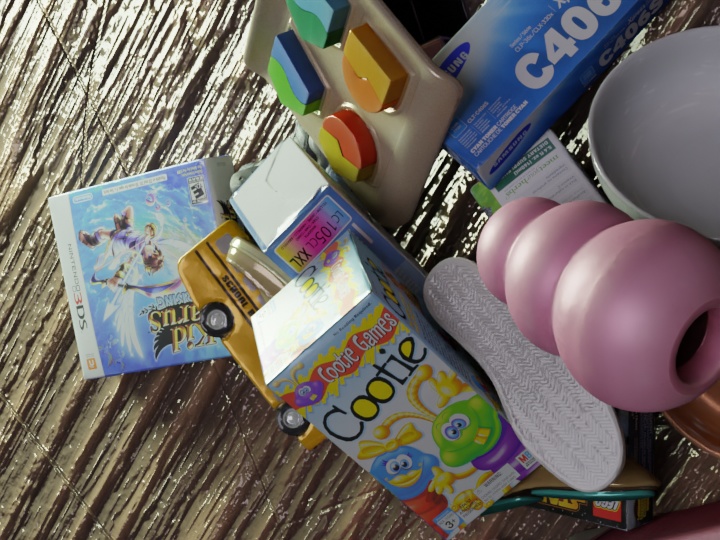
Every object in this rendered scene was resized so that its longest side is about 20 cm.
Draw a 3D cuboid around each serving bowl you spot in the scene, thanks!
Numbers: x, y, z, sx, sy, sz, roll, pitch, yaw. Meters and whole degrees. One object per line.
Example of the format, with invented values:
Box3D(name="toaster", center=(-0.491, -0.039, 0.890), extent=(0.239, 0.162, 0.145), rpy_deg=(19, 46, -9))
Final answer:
Box3D(name="serving bowl", center=(0.260, -0.080, 1.088), extent=(0.200, 0.200, 0.066), rpy_deg=(27, 151, 27))

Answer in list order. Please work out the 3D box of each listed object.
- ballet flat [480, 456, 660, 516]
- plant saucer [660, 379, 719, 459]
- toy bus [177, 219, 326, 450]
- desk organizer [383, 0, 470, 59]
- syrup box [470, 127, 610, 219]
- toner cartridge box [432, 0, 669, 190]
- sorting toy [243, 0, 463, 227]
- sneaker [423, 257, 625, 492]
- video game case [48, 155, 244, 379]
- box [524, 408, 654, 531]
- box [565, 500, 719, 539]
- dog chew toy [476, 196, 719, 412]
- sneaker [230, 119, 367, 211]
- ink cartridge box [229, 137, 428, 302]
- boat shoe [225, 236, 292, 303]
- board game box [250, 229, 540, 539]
Box3D(name="ballet flat", center=(0.136, 0.148, 1.169), extent=(0.200, 0.069, 0.063), rpy_deg=(-15, 71, 43))
Box3D(name="plant saucer", center=(0.299, 0.046, 1.144), extent=(0.200, 0.037, 0.201), rpy_deg=(5, 100, 32))
Box3D(name="toy bus", center=(-0.080, 0.058, 1.348), extent=(0.078, 0.065, 0.200), rpy_deg=(-38, 89, 0))
Box3D(name="desk organizer", center=(0.039, -0.204, 1.258), extent=(0.077, 0.072, 0.200), rpy_deg=(-20, 86, 31))
Box3D(name="syrup box", center=(0.170, -0.003, 1.143), extent=(0.079, 0.081, 0.200), rpy_deg=(-38, 50, 9))
Box3D(name="toner cartridge box", center=(0.130, -0.167, 1.167), extent=(0.200, 0.043, 0.095), rpy_deg=(-47, 63, 0))
Box3D(name="sorting toy", center=(-0.017, -0.148, 1.181), extent=(0.200, 0.036, 0.185), rpy_deg=(49, 149, 18))
Box3D(name="sneaker", center=(0.136, 0.076, 1.133), extent=(0.074, 0.116, 0.200), rpy_deg=(-41, 68, 12))
Box3D(name="video game case", center=(-0.193, 0.001, 1.450), extent=(0.200, 0.045, 0.182), rpy_deg=(-11, 91, 33))
Box3D(name="box", center=(0.141, 0.119, 1.231), extent=(0.200, 0.040, 0.137), rpy_deg=(8, 101, 44))
Box3D(name="box", center=(0.246, 0.251, 1.162), extent=(0.200, 0.109, 0.128), rpy_deg=(-20, 86, 33))
Box3D(name="dog chew toy", center=(0.153, 0.010, 1.022), extent=(0.200, 0.124, 0.125), rpy_deg=(32, 113, 45))
Box3D(name="sneaker", center=(-0.054, -0.104, 1.326), extent=(0.114, 0.075, 0.201), rpy_deg=(6, 102, 29))
Box3D(name="ink cartridge box", center=(0.000, 0.000, 1.231), extent=(0.076, 0.200, 0.136), rpy_deg=(-46, 26, 4))
Box3D(name="boat shoe", center=(-0.044, 0.055, 1.282), extent=(0.200, 0.072, 0.065), rpy_deg=(44, 90, -4))
Box3D(name="board game box", center=(0.028, 0.086, 1.141), extent=(0.103, 0.105, 0.200), rpy_deg=(-41, 116, 11))
